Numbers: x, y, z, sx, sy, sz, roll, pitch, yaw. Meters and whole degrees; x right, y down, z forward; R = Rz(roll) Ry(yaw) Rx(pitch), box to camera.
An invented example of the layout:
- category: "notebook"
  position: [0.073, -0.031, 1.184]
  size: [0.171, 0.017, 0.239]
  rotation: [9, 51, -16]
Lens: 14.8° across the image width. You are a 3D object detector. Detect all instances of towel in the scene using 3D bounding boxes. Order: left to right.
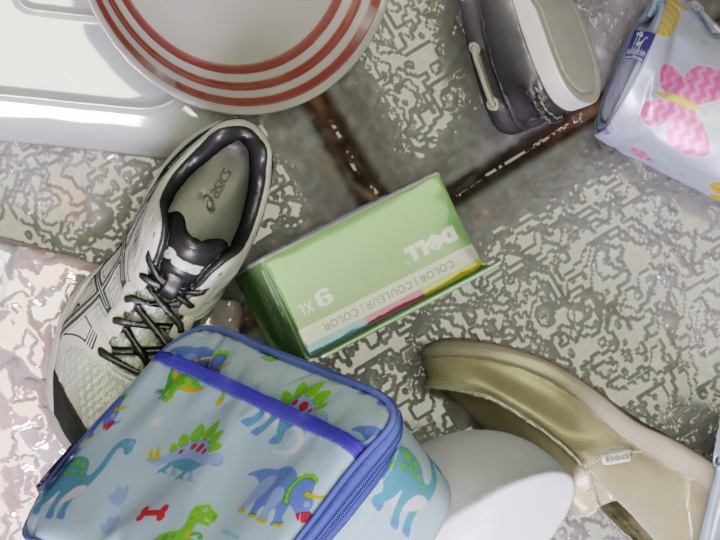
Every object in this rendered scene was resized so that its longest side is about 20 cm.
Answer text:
- category: "towel"
  position: [-0.178, 0.088, 1.492]
  size: [0.190, 0.032, 0.201]
  rotation: [17, 86, -6]

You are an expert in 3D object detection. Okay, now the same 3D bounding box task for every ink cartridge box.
- category: "ink cartridge box"
  position: [0.000, 0.000, 1.432]
  size: [0.103, 0.200, 0.060]
  rotation: [-26, 91, -8]

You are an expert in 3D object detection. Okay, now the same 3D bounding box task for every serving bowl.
- category: "serving bowl"
  position: [0.016, 0.148, 1.442]
  size: [0.200, 0.200, 0.066]
  rotation: [-37, 69, -7]

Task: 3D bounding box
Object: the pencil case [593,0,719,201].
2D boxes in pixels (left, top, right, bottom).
- category: "pencil case"
  position: [0.227, -0.073, 1.523]
  size: [0.199, 0.083, 0.091]
  rotation: [28, 70, -5]

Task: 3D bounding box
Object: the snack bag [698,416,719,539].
- category: "snack bag"
  position: [0.258, 0.180, 1.520]
  size: [0.199, 0.021, 0.190]
  rotation: [15, 87, -24]

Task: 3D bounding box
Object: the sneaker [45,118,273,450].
- category: "sneaker"
  position: [-0.106, 0.006, 1.448]
  size: [0.075, 0.088, 0.201]
  rotation: [25, 78, -7]

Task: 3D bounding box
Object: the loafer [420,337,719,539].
- category: "loafer"
  position: [0.116, 0.100, 1.505]
  size: [0.199, 0.076, 0.069]
  rotation: [28, 79, -6]

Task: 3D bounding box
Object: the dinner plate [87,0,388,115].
- category: "dinner plate"
  position: [-0.070, -0.184, 1.496]
  size: [0.199, 0.024, 0.202]
  rotation: [1, 89, -31]

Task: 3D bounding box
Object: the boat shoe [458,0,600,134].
- category: "boat shoe"
  position: [0.072, -0.173, 1.519]
  size: [0.060, 0.074, 0.201]
  rotation: [-23, 82, 30]

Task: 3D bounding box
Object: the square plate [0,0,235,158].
- category: "square plate"
  position: [-0.159, -0.167, 1.507]
  size: [0.196, 0.028, 0.202]
  rotation: [5, 87, -6]

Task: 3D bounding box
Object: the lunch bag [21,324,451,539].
- category: "lunch bag"
  position: [-0.061, 0.113, 1.351]
  size: [0.161, 0.200, 0.083]
  rotation: [-48, 126, -15]
